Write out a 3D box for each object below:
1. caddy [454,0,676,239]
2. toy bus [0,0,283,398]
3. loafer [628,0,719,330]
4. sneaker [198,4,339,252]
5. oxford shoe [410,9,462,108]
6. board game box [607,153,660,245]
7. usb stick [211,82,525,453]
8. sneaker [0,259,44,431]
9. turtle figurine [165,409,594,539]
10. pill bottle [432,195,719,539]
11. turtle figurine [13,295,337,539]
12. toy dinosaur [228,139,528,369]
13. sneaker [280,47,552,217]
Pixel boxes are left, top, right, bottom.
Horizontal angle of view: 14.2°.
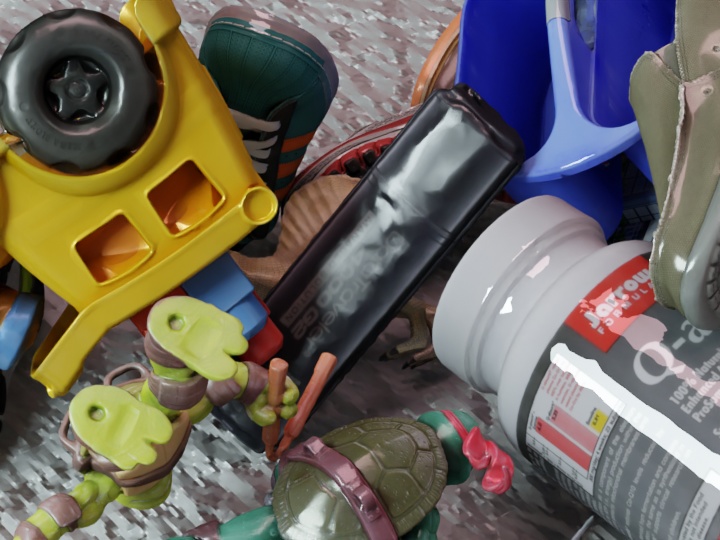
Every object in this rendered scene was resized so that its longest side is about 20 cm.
[{"bbox_3d":[0.118,-0.108,1.395,0.141,0.105,0.200,-20,42,26],"label":"caddy"},{"bbox_3d":[-0.131,-0.010,1.314,0.200,0.192,0.136,-35,8,-5],"label":"toy bus"},{"bbox_3d":[0.153,-0.060,1.266,0.069,0.075,0.200,1,53,24],"label":"loafer"},{"bbox_3d":[-0.059,-0.057,1.424,0.071,0.200,0.080,19,66,1],"label":"sneaker"},{"bbox_3d":[0.108,-0.122,1.604,0.073,0.071,0.200,32,47,30],"label":"oxford shoe"},{"bbox_3d":[0.201,-0.027,1.388,0.199,0.062,0.200,-12,38,33],"label":"board game box"},{"bbox_3d":[0.000,0.000,1.352,0.055,0.200,0.033,42,16,10],"label":"usb stick"},{"bbox_3d":[-0.214,0.047,1.393,0.081,0.074,0.200,-7,32,18],"label":"sneaker"},{"bbox_3d":[-0.006,0.116,1.264,0.200,0.101,0.150,-29,38,-21],"label":"turtle figurine"},{"bbox_3d":[0.134,0.058,1.279,0.116,0.116,0.200,-31,55,-35],"label":"pill bottle"},{"bbox_3d":[-0.087,0.065,1.249,0.200,0.161,0.064,-34,76,-20],"label":"turtle figurine"},{"bbox_3d":[0.008,-0.003,1.410,0.199,0.058,0.101,-19,79,-9],"label":"toy dinosaur"},{"bbox_3d":[0.044,-0.064,1.508,0.200,0.078,0.082,-22,15,-22],"label":"sneaker"}]
